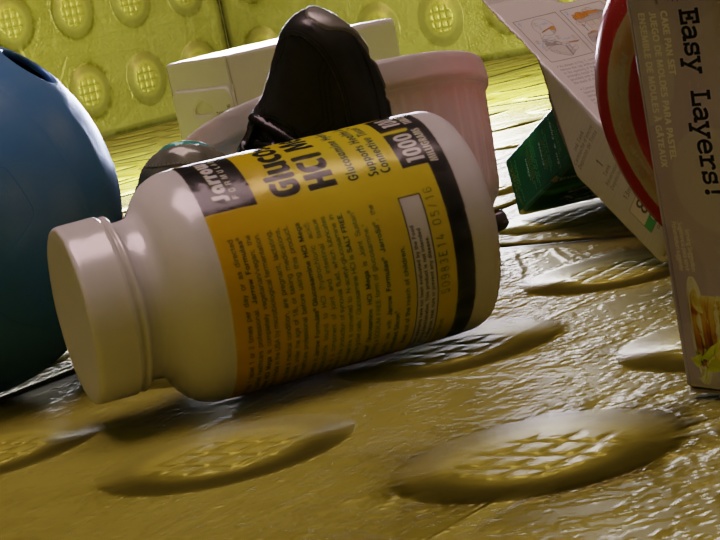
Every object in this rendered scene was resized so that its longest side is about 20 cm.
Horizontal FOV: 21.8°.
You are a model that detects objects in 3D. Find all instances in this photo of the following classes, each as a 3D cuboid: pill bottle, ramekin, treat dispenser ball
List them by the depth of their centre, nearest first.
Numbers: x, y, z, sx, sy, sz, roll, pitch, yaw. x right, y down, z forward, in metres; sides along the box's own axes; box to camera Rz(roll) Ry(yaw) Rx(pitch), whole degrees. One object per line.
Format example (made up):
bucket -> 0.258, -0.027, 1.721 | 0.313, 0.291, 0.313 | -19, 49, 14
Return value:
pill bottle -> -0.042, -0.003, 0.897 | 0.199, 0.113, 0.112 | -15, 9, -19
treat dispenser ball -> -0.231, -0.028, 1.026 | 0.200, 0.202, 0.201 | -12, 8, 2
ramekin -> -0.006, -0.058, 1.161 | 0.201, 0.095, 0.202 | -17, -7, -2

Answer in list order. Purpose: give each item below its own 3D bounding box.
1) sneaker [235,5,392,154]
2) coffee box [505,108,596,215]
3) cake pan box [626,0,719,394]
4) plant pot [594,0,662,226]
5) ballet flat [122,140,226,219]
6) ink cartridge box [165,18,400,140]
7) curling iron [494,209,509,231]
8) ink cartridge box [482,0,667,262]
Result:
sneaker -> -0.036, -0.041, 0.981 | 0.075, 0.201, 0.079 | 31, 42, 29
coffee box -> 0.172, -0.084, 1.226 | 0.122, 0.044, 0.200 | -14, -6, -8
cake pan box -> 0.193, -0.065, 0.736 | 0.199, 0.185, 0.052 | -17, 14, -37
plant pot -> 0.225, -0.102, 0.916 | 0.182, 0.201, 0.200 | -27, 16, -39
ballet flat -> -0.118, 0.001, 1.090 | 0.067, 0.064, 0.200 | -1, -29, -20
ink cartridge box -> -0.071, -0.165, 1.924 | 0.199, 0.147, 0.147 | -16, 10, -29
curling iron -> 0.000, 0.000, 1.117 | 0.199, 0.026, 0.050 | -16, 2, -19
ink cartridge box -> 0.173, -0.102, 1.081 | 0.160, 0.050, 0.200 | -18, 52, -34
